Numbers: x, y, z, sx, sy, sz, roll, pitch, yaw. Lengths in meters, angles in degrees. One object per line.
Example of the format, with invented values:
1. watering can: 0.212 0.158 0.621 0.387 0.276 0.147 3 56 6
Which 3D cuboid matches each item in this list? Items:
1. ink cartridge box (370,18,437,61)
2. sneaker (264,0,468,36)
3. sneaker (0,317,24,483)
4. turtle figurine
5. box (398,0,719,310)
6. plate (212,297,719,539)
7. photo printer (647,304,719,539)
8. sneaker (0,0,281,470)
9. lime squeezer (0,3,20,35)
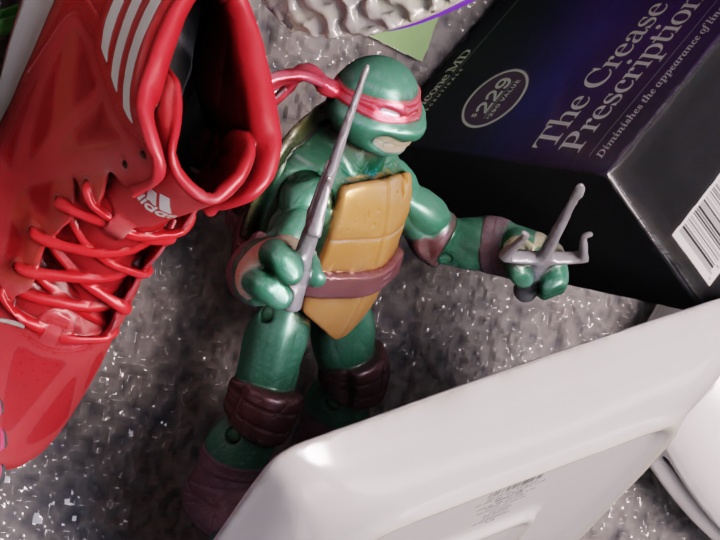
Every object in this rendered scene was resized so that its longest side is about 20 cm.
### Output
1. ink cartridge box: 0.015 -0.194 0.898 0.145 0.048 0.200 23 81 -35
2. sneaker: 0.061 -0.134 0.790 0.070 0.200 0.100 62 16 7
3. sneaker: -0.157 -0.008 0.759 0.075 0.081 0.200 -12 90 -73
4. turtle figurine: 0.000 0.000 0.854 0.150 0.101 0.200 -7 128 -35
5. box: 0.124 -0.088 0.931 0.200 0.141 0.079 -50 118 -19
6. plate: 0.027 0.092 0.871 0.199 0.200 0.032 -16 66 -31
7. photo printer: 0.203 0.031 1.045 0.166 0.069 0.200 41 73 -31
8. sneaker: -0.089 -0.014 0.791 0.078 0.116 0.200 9 105 -26
9. lime squeezer: -0.051 -0.132 0.842 0.200 0.038 0.071 -47 143 3
